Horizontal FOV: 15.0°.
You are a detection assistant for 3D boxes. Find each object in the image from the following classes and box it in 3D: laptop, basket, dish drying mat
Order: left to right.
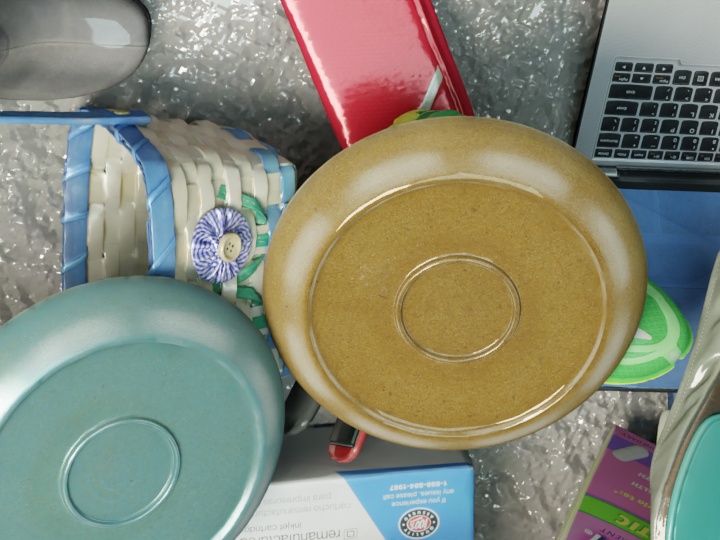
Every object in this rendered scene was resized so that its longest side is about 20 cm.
[{"bbox_3d":[-0.135,-0.005,1.436,0.200,0.139,0.177,-7,110,-20],"label":"basket"},{"bbox_3d":[0.000,-0.139,1.468,0.077,0.018,0.200,-24,103,-7],"label":"dish drying mat"},{"bbox_3d":[0.219,-0.045,1.505,0.187,0.116,0.200,2,127,-12],"label":"laptop"}]

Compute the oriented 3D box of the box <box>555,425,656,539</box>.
[{"bbox_3d":[0.180,0.201,1.505,0.176,0.200,0.097,26,119,5],"label":"box"}]

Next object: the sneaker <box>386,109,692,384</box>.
[{"bbox_3d":[0.092,-0.010,1.441,0.200,0.084,0.074,39,75,-7],"label":"sneaker"}]

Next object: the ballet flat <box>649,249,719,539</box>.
[{"bbox_3d":[0.195,0.070,1.479,0.067,0.064,0.200,23,86,-30],"label":"ballet flat"}]

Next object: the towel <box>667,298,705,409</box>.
[{"bbox_3d":[0.236,0.092,1.597,0.111,0.049,0.200,-10,110,-10],"label":"towel"}]

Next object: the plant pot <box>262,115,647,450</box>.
[{"bbox_3d":[0.049,0.015,1.406,0.199,0.028,0.200,0,121,0],"label":"plant pot"}]

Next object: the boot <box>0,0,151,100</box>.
[{"bbox_3d":[-0.198,-0.107,1.392,0.199,0.132,0.070,-2,107,-12],"label":"boot"}]

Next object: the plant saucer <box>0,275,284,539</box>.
[{"bbox_3d":[-0.125,0.097,1.389,0.200,0.027,0.201,-13,121,-22],"label":"plant saucer"}]

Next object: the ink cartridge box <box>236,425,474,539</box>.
[{"bbox_3d":[-0.012,0.194,1.558,0.146,0.086,0.201,-5,107,-10],"label":"ink cartridge box"}]

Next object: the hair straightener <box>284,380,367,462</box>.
[{"bbox_3d":[0.000,0.000,1.498,0.077,0.041,0.200,26,85,-23],"label":"hair straightener"}]
